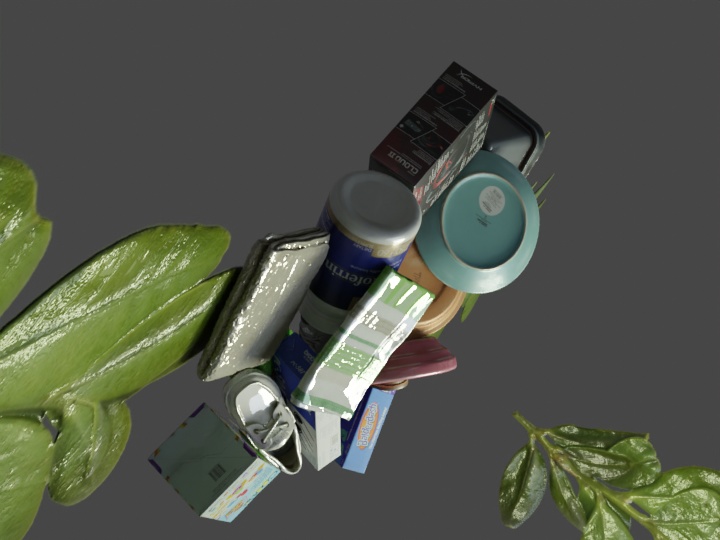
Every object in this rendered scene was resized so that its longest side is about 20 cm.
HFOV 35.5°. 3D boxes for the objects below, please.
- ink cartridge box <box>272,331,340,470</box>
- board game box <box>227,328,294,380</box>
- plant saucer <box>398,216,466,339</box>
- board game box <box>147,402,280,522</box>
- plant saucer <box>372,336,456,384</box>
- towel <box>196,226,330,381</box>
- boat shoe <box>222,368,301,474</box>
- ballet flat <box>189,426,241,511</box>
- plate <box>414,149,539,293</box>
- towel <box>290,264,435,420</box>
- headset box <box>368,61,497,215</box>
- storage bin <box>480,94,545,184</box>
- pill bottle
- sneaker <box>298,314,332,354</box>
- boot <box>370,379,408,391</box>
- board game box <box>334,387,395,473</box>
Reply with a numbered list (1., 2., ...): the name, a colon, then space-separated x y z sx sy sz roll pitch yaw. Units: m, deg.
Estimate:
1. ink cartridge box: -0.071 0.178 1.507 0.044 0.094 0.200 -32 149 -23
2. board game box: -0.127 0.110 1.470 0.096 0.030 0.200 -51 159 -6
3. plant saucer: 0.068 -0.006 1.541 0.200 0.200 0.032 -48 -160 -20
4. board game box: -0.191 0.259 1.498 0.105 0.103 0.200 -45 166 -8
5. plant saucer: 0.033 0.126 1.572 0.200 0.200 0.051 1 82 -75
6. towel: -0.113 0.037 1.302 0.132 0.034 0.200 -12 136 -58
7. boat shoe: -0.116 0.200 1.457 0.071 0.069 0.200 -35 141 -7
8. ballet flat: -0.191 0.280 1.658 0.073 0.073 0.200 -60 172 30
9. plate: 0.166 -0.068 1.554 0.200 0.200 0.026 -50 -163 -14
10. towel: 0.007 0.094 1.380 0.200 0.031 0.149 -53 154 5
11. headset box: 0.083 -0.148 1.456 0.200 0.075 0.149 -50 167 -19
12. storage bin: 0.165 -0.145 1.664 0.134 0.146 0.200 -17 143 -54
13. pill bottle: -0.009 -0.017 1.388 0.116 0.116 0.200 -41 163 -43
14. sneaker: -0.088 0.111 1.599 0.200 0.075 0.116 -46 152 -26
15. boot: 0.015 0.114 1.745 0.073 0.200 0.076 -10 122 -21
16. board game box: -0.024 0.221 1.827 0.200 0.045 0.153 25 -85 64
